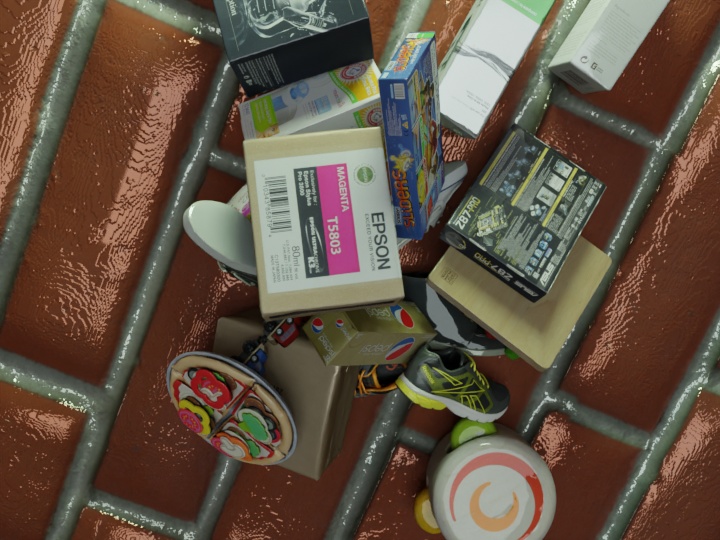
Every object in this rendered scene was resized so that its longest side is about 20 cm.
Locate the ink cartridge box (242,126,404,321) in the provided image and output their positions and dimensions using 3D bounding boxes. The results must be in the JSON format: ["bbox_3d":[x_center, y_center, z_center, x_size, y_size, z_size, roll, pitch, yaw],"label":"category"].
[{"bbox_3d":[-0.044,-0.052,0.788,0.162,0.075,0.203,-8,82,-5],"label":"ink cartridge box"}]

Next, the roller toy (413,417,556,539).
[{"bbox_3d":[0.191,0.331,1.037,0.180,0.140,0.202,24,90,-1],"label":"roller toy"}]

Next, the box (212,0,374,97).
[{"bbox_3d":[-0.095,-0.357,0.877,0.180,0.104,0.203,-17,79,1],"label":"box"}]

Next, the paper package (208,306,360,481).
[{"bbox_3d":[-0.111,0.169,0.982,0.197,0.103,0.194,16,101,17],"label":"paper package"}]

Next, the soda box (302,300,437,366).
[{"bbox_3d":[0.018,0.081,0.912,0.068,0.199,0.064,-47,62,21],"label":"soda box"}]

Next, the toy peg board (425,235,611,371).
[{"bbox_3d":[0.215,0.015,0.980,0.198,0.098,0.201,37,67,5],"label":"toy peg board"}]

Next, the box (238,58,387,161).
[{"bbox_3d":[-0.051,-0.191,0.924,0.197,0.113,0.102,-21,136,3],"label":"box"}]

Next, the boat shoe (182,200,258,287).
[{"bbox_3d":[-0.143,-0.016,0.840,0.063,0.072,0.199,-24,141,34],"label":"boat shoe"}]

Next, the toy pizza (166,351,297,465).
[{"bbox_3d":[-0.175,0.189,0.895,0.197,0.032,0.202,15,130,18],"label":"toy pizza"}]

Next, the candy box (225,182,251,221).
[{"bbox_3d":[-0.090,-0.043,0.932,0.136,0.061,0.199,-41,133,20],"label":"candy box"}]

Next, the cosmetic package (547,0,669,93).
[{"bbox_3d":[0.351,-0.347,0.929,0.071,0.102,0.201,31,100,-8],"label":"cosmetic package"}]

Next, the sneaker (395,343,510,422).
[{"bbox_3d":[0.148,0.159,0.980,0.198,0.075,0.085,14,111,-32],"label":"sneaker"}]

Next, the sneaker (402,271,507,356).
[{"bbox_3d":[0.148,0.063,1.016,0.197,0.075,0.108,6,101,-2],"label":"sneaker"}]

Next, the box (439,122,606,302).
[{"bbox_3d":[0.225,-0.082,0.939,0.160,0.049,0.201,34,68,2],"label":"box"}]

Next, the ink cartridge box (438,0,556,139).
[{"bbox_3d":[0.162,-0.285,0.910,0.083,0.146,0.202,29,99,-6],"label":"ink cartridge box"}]

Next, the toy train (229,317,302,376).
[{"bbox_3d":[-0.102,0.077,0.908,0.046,0.034,0.200,39,76,15],"label":"toy train"}]

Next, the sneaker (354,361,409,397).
[{"bbox_3d":[-0.001,0.157,1.029,0.197,0.077,0.079,-19,103,3],"label":"sneaker"}]

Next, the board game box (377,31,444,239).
[{"bbox_3d":[0.066,-0.158,0.811,0.034,0.136,0.202,5,129,19],"label":"board game box"}]

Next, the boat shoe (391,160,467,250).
[{"bbox_3d":[0.081,-0.086,0.966,0.199,0.073,0.066,-36,115,-21],"label":"boat shoe"}]
